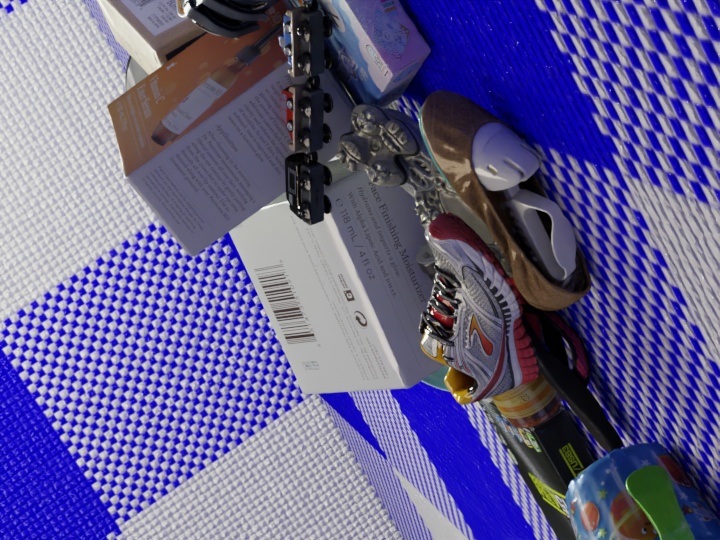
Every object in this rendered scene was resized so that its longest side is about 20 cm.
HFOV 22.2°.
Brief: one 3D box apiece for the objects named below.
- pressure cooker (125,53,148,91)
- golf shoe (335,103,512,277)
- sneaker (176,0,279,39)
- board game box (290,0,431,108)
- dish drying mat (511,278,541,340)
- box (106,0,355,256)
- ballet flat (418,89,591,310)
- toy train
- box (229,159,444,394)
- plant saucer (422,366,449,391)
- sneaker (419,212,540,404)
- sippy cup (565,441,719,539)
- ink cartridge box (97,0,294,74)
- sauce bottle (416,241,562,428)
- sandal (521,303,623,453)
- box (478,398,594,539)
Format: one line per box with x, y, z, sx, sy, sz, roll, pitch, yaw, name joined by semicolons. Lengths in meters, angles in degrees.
-0.157;-0.188;1.927;0.200;0.174;0.180;-118;7;-55;pressure cooker
0.077;-0.075;1.570;0.200;0.079;0.097;44;-154;15;golf shoe
-0.108;-0.237;1.574;0.078;0.080;0.200;24;-174;-15;sneaker
-0.022;-0.238;1.552;0.200;0.043;0.200;57;172;2;board game box
0.138;0.024;1.677;0.077;0.018;0.200;53;170;24;dish drying mat
-0.114;-0.137;1.665;0.107;0.199;0.153;52;-174;-32;box
0.119;-0.053;1.390;0.072;0.068;0.201;-1;124;56;ballet flat
-0.047;-0.136;1.568;0.046;0.034;0.202;29;128;44;toy train
0.000;0.000;1.740;0.199;0.130;0.201;-10;107;58;box
0.067;0.035;1.858;0.199;0.027;0.201;29;142;25;plant saucer
0.086;0.038;1.476;0.078;0.082;0.201;54;169;47;sneaker
0.235;0.218;1.502;0.178;0.138;0.131;-54;50;40;sippy cup
-0.154;-0.260;1.807;0.200;0.164;0.076;45;163;52;ink cartridge box
0.113;0.054;1.649;0.201;0.066;0.066;53;174;-28;sauce bottle
0.174;0.073;1.595;0.200;0.045;0.075;50;178;-20;sandal
0.205;0.212;1.881;0.194;0.047;0.200;62;171;-12;box
